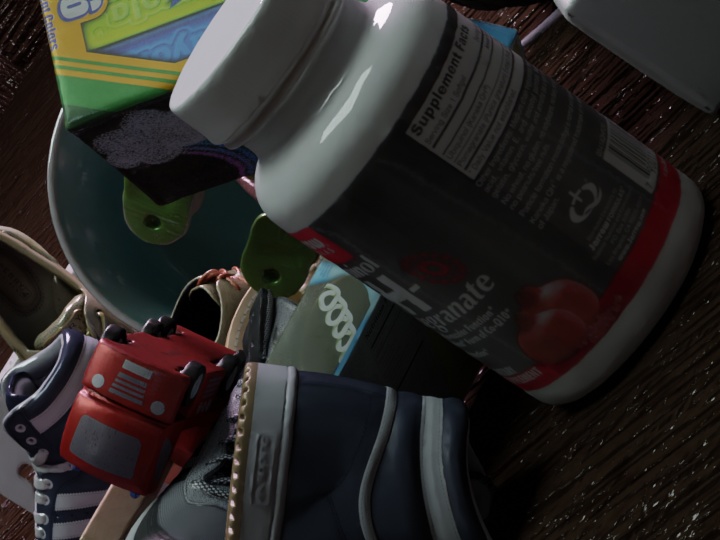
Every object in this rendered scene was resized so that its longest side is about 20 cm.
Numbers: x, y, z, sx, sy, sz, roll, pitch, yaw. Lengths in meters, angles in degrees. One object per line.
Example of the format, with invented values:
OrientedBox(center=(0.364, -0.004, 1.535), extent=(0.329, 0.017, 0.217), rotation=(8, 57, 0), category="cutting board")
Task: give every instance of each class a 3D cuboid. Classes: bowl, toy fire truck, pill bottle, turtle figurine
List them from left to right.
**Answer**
OrientedBox(center=(-0.103, 0.095, 1.312), extent=(0.200, 0.049, 0.141), rotation=(-9, -58, -79), category="toy fire truck")
OrientedBox(center=(-0.072, -0.048, 1.588), extent=(0.201, 0.201, 0.105), rotation=(-58, -6, -5), category="bowl")
OrientedBox(center=(-0.033, -0.094, 1.394), extent=(0.200, 0.144, 0.194), rotation=(-24, 26, 34), category="turtle figurine")
OrientedBox(center=(0.028, -0.042, 1.107), extent=(0.111, 0.200, 0.111), rotation=(-51, 14, 19), category="pill bottle")

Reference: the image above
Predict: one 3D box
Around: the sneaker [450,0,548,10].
OrientedBox(center=(0.058, -0.187, 1.493), extent=(0.200, 0.077, 0.111), rotation=(-12, -38, -53), category="sneaker")

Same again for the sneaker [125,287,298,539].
OrientedBox(center=(-0.044, 0.073, 1.237), extent=(0.200, 0.075, 0.114), rotation=(-42, -31, -64), category="sneaker")

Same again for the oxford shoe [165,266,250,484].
OrientedBox(center=(-0.049, 0.021, 1.459), extent=(0.070, 0.075, 0.200), rotation=(4, 45, 48), category="oxford shoe")

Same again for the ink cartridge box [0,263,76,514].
OrientedBox(center=(-0.153, 0.061, 1.723), extent=(0.200, 0.115, 0.068), rotation=(-58, 9, -5), category="ink cartridge box")

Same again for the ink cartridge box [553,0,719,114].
OrientedBox(center=(0.149, -0.170, 1.234), extent=(0.145, 0.084, 0.200), rotation=(-55, 13, 12), category="ink cartridge box")

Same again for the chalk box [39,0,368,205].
OrientedBox(center=(-0.034, -0.130, 1.261), extent=(0.200, 0.124, 0.125), rotation=(-19, -20, 11), category="chalk box")

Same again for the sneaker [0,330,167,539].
OrientedBox(center=(-0.171, 0.127, 1.577), extent=(0.200, 0.108, 0.070), rotation=(-63, 18, 12), category="sneaker")

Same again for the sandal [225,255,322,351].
OrientedBox(center=(-0.005, -0.003, 1.412), extent=(0.212, 0.078, 0.070), rotation=(-62, 2, -41), category="sandal")

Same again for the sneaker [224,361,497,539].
OrientedBox(center=(-0.002, 0.134, 1.129), extent=(0.070, 0.108, 0.200), rotation=(-94, 8, -66), category="sneaker")

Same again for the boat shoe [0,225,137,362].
OrientedBox(center=(-0.167, 0.044, 1.641), extent=(0.072, 0.200, 0.065), rotation=(-47, -15, -2), category="boat shoe")

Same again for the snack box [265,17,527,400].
OrientedBox(center=(0.028, 0.002, 1.218), extent=(0.200, 0.037, 0.116), rotation=(-62, -30, -26), category="snack box")
